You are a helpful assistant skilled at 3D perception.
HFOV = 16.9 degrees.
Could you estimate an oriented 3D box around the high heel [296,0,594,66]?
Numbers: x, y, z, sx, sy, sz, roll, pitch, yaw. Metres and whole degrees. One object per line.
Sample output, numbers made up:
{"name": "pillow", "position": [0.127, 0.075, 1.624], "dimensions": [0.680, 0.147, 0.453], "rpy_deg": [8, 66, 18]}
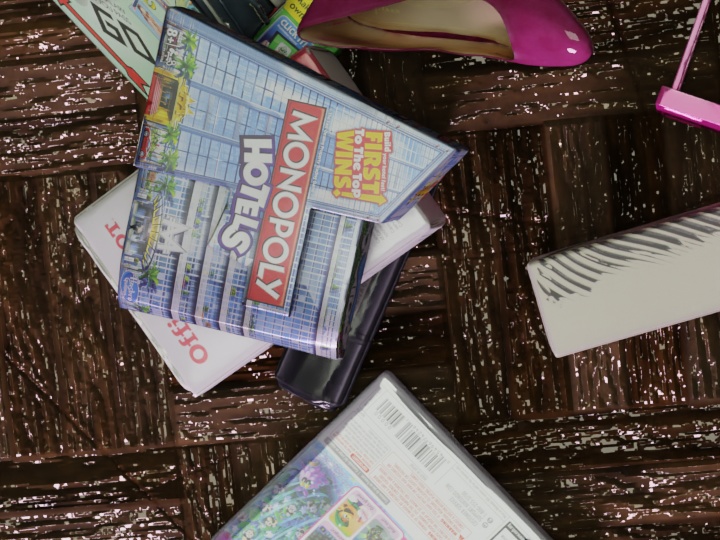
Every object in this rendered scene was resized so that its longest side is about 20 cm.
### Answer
{"name": "high heel", "position": [0.054, -0.151, 1.574], "dimensions": [0.096, 0.200, 0.067], "rpy_deg": [-42, 131, -26]}

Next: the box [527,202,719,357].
{"name": "box", "position": [0.216, -0.004, 1.606], "dimensions": [0.200, 0.082, 0.068], "rpy_deg": [-17, 91, 8]}

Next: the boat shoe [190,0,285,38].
{"name": "boat shoe", "position": [-0.139, -0.227, 1.615], "dimensions": [0.200, 0.075, 0.062], "rpy_deg": [42, 88, -6]}

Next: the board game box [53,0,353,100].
{"name": "board game box", "position": [-0.119, -0.186, 1.665], "dimensions": [0.135, 0.029, 0.200], "rpy_deg": [-44, 88, 10]}

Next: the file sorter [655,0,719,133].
{"name": "file sorter", "position": [0.304, -0.129, 1.554], "dimensions": [0.200, 0.139, 0.126], "rpy_deg": [20, 94, 6]}

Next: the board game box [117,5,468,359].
{"name": "board game box", "position": [-0.042, -0.049, 1.534], "dimensions": [0.200, 0.062, 0.200], "rpy_deg": [13, 96, 10]}

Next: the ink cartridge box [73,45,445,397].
{"name": "ink cartridge box", "position": [-0.066, -0.034, 1.613], "dimensions": [0.200, 0.086, 0.148], "rpy_deg": [-35, 88, 13]}

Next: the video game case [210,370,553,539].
{"name": "video game case", "position": [0.023, 0.202, 1.681], "dimensions": [0.182, 0.024, 0.200], "rpy_deg": [-44, 89, 10]}

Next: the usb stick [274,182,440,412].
{"name": "usb stick", "position": [0.000, 0.000, 1.662], "dimensions": [0.055, 0.033, 0.200], "rpy_deg": [25, 98, 12]}
